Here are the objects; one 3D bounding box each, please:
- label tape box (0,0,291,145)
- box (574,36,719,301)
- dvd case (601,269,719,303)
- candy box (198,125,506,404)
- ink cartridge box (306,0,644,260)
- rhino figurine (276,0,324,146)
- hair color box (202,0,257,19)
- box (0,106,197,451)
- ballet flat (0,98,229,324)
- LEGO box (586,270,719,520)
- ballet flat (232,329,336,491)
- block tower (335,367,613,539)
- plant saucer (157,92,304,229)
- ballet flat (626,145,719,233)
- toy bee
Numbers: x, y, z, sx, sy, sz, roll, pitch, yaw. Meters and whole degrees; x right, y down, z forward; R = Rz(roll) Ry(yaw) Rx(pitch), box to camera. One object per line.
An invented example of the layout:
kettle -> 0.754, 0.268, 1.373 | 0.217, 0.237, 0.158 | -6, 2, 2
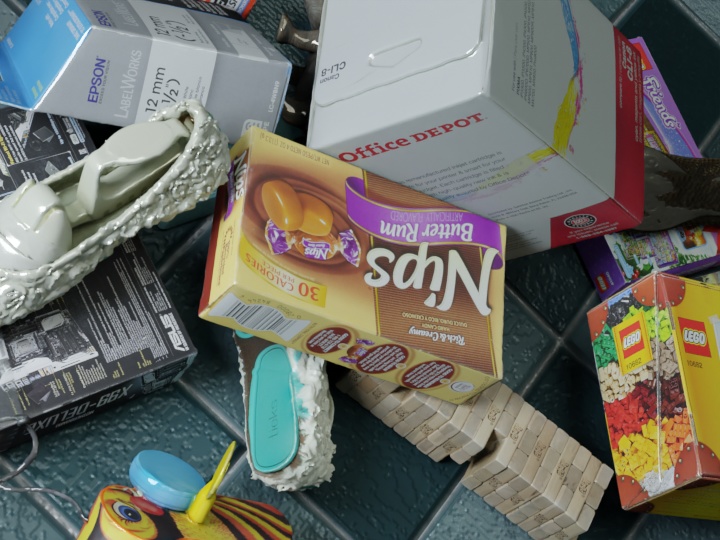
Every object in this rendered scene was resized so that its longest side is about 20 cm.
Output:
label tape box -> -0.161, -0.145, 0.972 | 0.198, 0.067, 0.143 | 10, 20, -25
box -> 0.211, -0.085, 1.194 | 0.135, 0.039, 0.202 | -13, 72, -31
dvd case -> 0.291, 0.071, 1.167 | 0.198, 0.022, 0.147 | -13, 72, -33
candy box -> 0.000, 0.000, 0.956 | 0.198, 0.056, 0.118 | 20, 57, -23
ink cartridge box -> 0.082, -0.117, 1.003 | 0.199, 0.144, 0.146 | 32, 55, -45
rhino figurine -> -0.024, -0.146, 1.072 | 0.086, 0.060, 0.202 | 18, 47, -9
hair color box -> -0.164, -0.262, 1.078 | 0.198, 0.064, 0.112 | 18, 58, -19
box -> -0.215, 0.000, 0.927 | 0.156, 0.050, 0.202 | -21, 76, -33
ballet flat -> -0.164, -0.042, 0.868 | 0.199, 0.072, 0.072 | -35, 84, -20
LEGO box -> 0.270, 0.097, 1.064 | 0.198, 0.077, 0.151 | 12, 59, -33
ballet flat -> -0.047, 0.053, 0.987 | 0.071, 0.072, 0.203 | 8, 64, -23
block tower -> 0.083, 0.111, 1.019 | 0.199, 0.058, 0.054 | 38, 55, -6
plant saucer -> -0.072, -0.089, 1.066 | 0.198, 0.019, 0.071 | -20, 76, -34
ballet flat -> 0.246, -0.065, 1.155 | 0.197, 0.046, 0.068 | -1, 97, -22
toy bee -> -0.123, 0.162, 0.853 | 0.197, 0.133, 0.109 | -1, 25, -21
